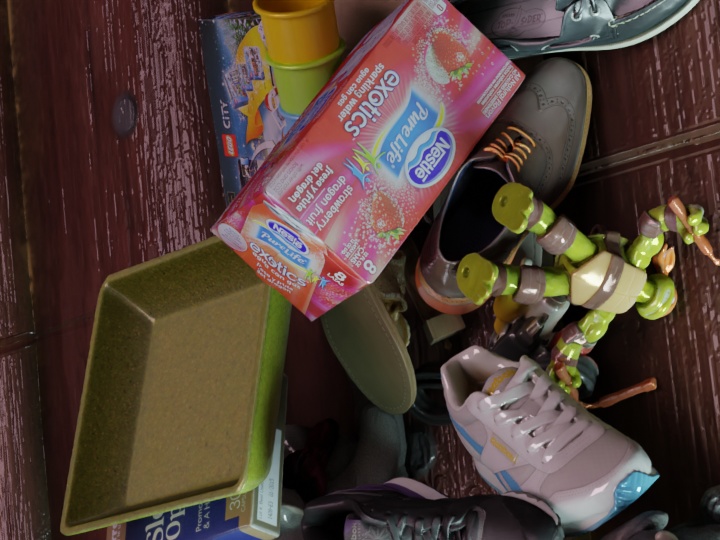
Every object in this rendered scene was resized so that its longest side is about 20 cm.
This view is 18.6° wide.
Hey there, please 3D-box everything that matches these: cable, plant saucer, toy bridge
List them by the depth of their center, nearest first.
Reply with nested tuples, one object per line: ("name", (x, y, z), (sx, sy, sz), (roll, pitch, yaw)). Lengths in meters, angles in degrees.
("plant saucer", (-0.117, 0.081, 1.526), (0.199, 0.048, 0.201), (-18, 57, 43))
("cable", (0.104, 0.065, 1.530), (0.097, 0.050, 0.200), (40, 147, -3))
("toy bridge", (0.026, -0.035, 1.601), (0.067, 0.027, 0.201), (113, 136, -81))

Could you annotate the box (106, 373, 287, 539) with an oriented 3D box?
("box", (-0.129, 0.154, 1.567), (0.200, 0.032, 0.122), (-27, 51, 42))

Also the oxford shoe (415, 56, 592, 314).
("oxford shoe", (0.102, -0.066, 1.450), (0.071, 0.073, 0.201), (24, 69, 9))

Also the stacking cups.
("stacking cups", (-0.032, -0.103, 1.546), (0.060, 0.060, 0.201), (30, 138, 45))

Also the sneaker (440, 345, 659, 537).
("sneaker", (0.109, 0.104, 1.363), (0.081, 0.076, 0.200), (60, 163, -22))

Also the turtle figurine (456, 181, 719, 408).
("turtle figurine", (0.152, -0.006, 1.403), (0.200, 0.161, 0.065), (-54, 33, 28))

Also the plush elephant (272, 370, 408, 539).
("plush elephant", (-0.049, 0.166, 1.607), (0.165, 0.154, 0.201), (-38, 60, 41))

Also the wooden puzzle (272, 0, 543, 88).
("wooden puzzle", (0.040, -0.211, 1.559), (0.199, 0.037, 0.186), (6, 92, 15))

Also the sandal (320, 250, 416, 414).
("sandal", (0.004, 0.000, 1.537), (0.077, 0.070, 0.212), (6, 134, 47))

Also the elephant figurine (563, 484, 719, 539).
("elephant figurine", (0.173, 0.195, 1.317), (0.141, 0.199, 0.156), (38, 116, 43))

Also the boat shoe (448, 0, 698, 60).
("boat shoe", (0.135, -0.184, 1.452), (0.198, 0.066, 0.075), (-7, 85, 34))

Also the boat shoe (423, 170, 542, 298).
("boat shoe", (0.074, -0.059, 1.566), (0.201, 0.072, 0.063), (62, 174, 23))

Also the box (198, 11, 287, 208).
("box", (-0.055, -0.097, 1.676), (0.136, 0.038, 0.201), (7, 109, 49))

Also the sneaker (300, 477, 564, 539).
("sneaker", (0.039, 0.171, 1.342), (0.200, 0.087, 0.076), (0, 89, 54))

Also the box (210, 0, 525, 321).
("box", (0.006, -0.077, 1.438), (0.095, 0.200, 0.100), (41, 152, -9))
